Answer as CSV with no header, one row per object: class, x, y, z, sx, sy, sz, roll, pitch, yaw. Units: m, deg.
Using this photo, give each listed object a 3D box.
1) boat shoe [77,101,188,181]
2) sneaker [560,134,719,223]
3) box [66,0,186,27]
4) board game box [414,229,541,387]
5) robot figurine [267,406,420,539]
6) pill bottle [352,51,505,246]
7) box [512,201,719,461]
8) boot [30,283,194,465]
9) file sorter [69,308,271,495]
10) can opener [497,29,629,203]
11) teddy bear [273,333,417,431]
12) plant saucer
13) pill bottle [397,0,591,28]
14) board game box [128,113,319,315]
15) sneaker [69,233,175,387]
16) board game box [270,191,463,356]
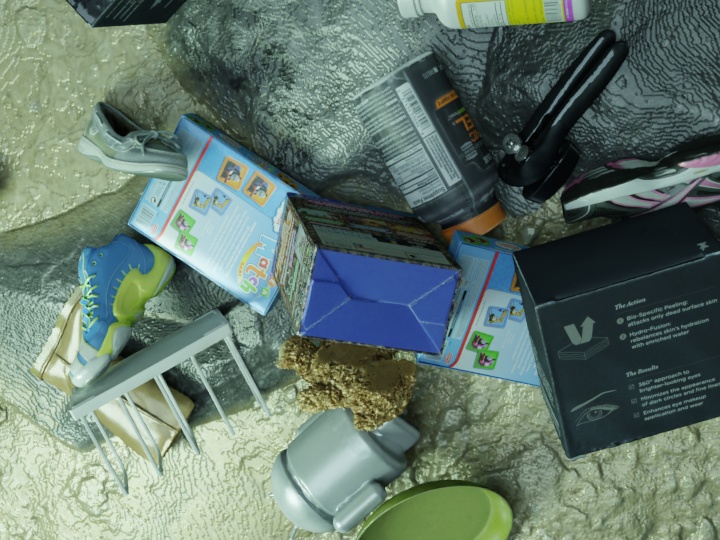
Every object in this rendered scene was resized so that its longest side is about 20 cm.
boat shoe,-0.260,-0.146,1.362,0.201,0.074,0.066,24,103,50
sneaker,0.312,-0.073,1.271,0.198,0.080,0.087,-13,109,22
box,-0.234,-0.350,1.278,0.148,0.200,0.105,-42,90,18
board game box,0.174,0.049,1.305,0.197,0.037,0.153,13,115,-13
robot figurine,-0.025,0.226,1.393,0.200,0.170,0.113,-43,127,10
pill bottle,0.082,-0.126,1.300,0.105,0.106,0.202,-28,96,18
box,0.278,0.063,1.238,0.194,0.118,0.202,-16,120,2
boot,-0.289,0.119,1.477,0.199,0.066,0.176,34,112,2
file sorter,-0.220,0.153,1.387,0.198,0.139,0.126,-28,100,-9
can opener,0.217,-0.171,1.288,0.063,0.078,0.201,44,111,42
teddy bear,-0.012,0.113,1.354,0.198,0.145,0.067,14,138,33
plant saucer,0.080,0.305,1.390,0.197,0.031,0.202,-10,133,-10
pill bottle,0.139,-0.309,1.244,0.197,0.104,0.106,-1,103,14
board game box,-0.156,-0.066,1.402,0.199,0.037,0.152,33,108,6
sneaker,-0.306,0.038,1.401,0.105,0.201,0.076,35,144,-6
board game box,0.000,0.000,1.275,0.157,0.200,0.098,9,106,-15
